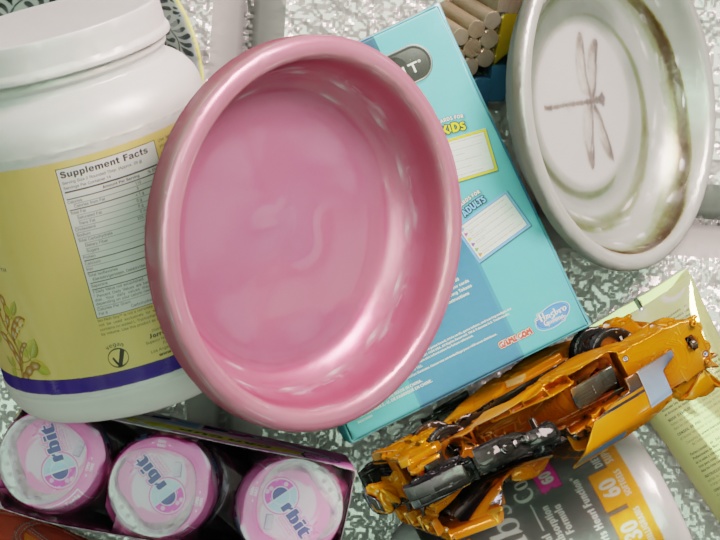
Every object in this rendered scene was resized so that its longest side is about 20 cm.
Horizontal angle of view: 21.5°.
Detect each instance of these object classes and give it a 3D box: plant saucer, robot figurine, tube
[{"bbox_3d":[-0.034,-0.020,0.970,0.200,0.051,0.201,-5,98,-42],"label":"plant saucer"},{"bbox_3d":[0.136,-0.099,1.106,0.050,0.200,0.201,-3,87,41],"label":"plant saucer"},{"bbox_3d":[0.093,0.087,1.042,0.200,0.145,0.058,-29,96,-13],"label":"robot figurine"},{"bbox_3d":[0.218,0.101,1.143,0.058,0.052,0.200,-28,84,-44],"label":"tube"}]

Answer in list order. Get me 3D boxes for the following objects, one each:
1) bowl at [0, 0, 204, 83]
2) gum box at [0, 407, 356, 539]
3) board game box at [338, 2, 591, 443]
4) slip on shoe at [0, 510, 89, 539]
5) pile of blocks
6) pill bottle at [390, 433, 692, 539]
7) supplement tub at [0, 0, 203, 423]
[{"bbox_3d":[-0.195,-0.110,1.096,0.200,0.094,0.201,-4,106,-12],"label":"bowl"},{"bbox_3d":[-0.107,0.121,1.092,0.199,0.114,0.066,12,87,-2],"label":"gum box"},{"bbox_3d":[0.017,-0.026,1.064,0.151,0.047,0.201,-25,90,-8],"label":"board game box"},{"bbox_3d":[-0.195,0.182,1.106,0.199,0.061,0.074,15,90,0],"label":"slip on shoe"},{"bbox_3d":[0.039,-0.116,1.141,0.200,0.062,0.082,-36,122,-6],"label":"pile of blocks"},{"bbox_3d":[0.087,0.179,1.098,0.200,0.116,0.117,-26,89,-3],"label":"pill bottle"},{"bbox_3d":[-0.141,-0.036,1.003,0.145,0.145,0.201,-14,108,-3],"label":"supplement tub"}]
